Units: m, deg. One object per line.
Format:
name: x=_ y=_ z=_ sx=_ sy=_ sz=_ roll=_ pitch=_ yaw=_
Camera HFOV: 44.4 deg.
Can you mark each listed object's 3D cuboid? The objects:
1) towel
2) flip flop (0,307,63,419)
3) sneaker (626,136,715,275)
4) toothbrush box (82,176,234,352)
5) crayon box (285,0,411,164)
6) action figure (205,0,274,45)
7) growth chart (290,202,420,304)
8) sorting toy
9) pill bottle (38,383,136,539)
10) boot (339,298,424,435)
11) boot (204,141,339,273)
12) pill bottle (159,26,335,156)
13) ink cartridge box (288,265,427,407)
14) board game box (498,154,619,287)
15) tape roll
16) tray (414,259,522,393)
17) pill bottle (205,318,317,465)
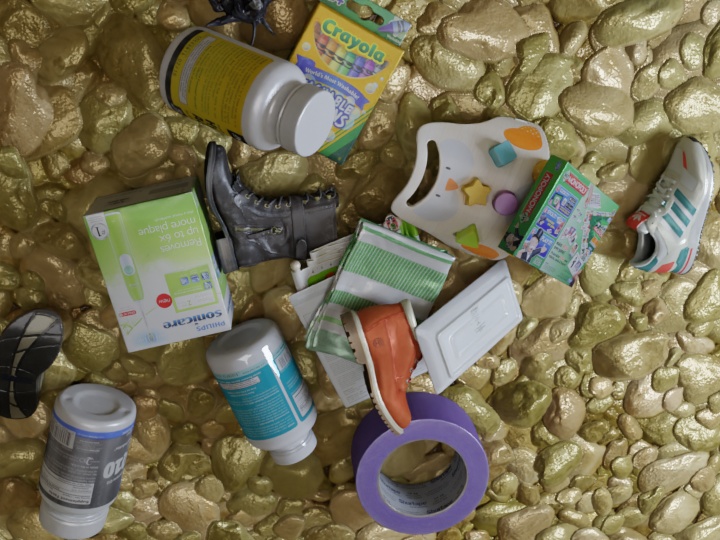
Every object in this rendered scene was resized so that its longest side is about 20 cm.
towel: x=0.026 y=0.042 z=1.212 sx=0.152 sy=0.023 sz=0.200 roll=19 pitch=108 yaw=-16
flip flop: x=-0.467 y=0.126 z=1.236 sx=0.081 sy=0.058 sz=0.200 roll=15 pitch=123 yaw=-16
sneaker: x=0.426 y=-0.086 z=1.232 sx=0.093 sy=0.070 sz=0.200 roll=-2 pitch=113 yaw=-11
toothbrush box: x=-0.265 y=-0.009 z=1.185 sx=0.145 sy=0.086 sz=0.200 roll=-12 pitch=112 yaw=-1
crayon box: x=-0.032 y=-0.254 z=1.135 sx=0.126 sy=0.052 sz=0.200 roll=26 pitch=105 yaw=-14
action figure: x=-0.155 y=-0.368 z=1.055 sx=0.119 sy=0.102 sz=0.200 roll=-28 pitch=109 yaw=-7
growth chart: x=0.000 y=0.000 z=1.232 sx=0.200 sy=0.018 sz=0.145 roll=-26 pitch=129 yaw=0
sorting toy: x=0.139 y=-0.111 z=1.168 sx=0.180 sy=0.107 sz=0.200 roll=14 pitch=108 yaw=-16
pill bottle: x=-0.395 y=0.274 z=1.262 sx=0.114 sy=0.114 sz=0.200 roll=13 pitch=109 yaw=-10
boot: x=0.052 y=0.133 z=1.209 sx=0.107 sy=0.075 sz=0.200 roll=-20 pitch=115 yaw=-5
boot: x=-0.116 y=-0.090 z=1.188 sx=0.174 sy=0.069 sz=0.200 roll=-11 pitch=115 yaw=-7
pill bottle: x=-0.134 y=-0.211 z=1.062 sx=0.200 sy=0.111 sz=0.111 roll=26 pitch=109 yaw=22
ink cartridge box: x=0.010 y=0.080 z=1.263 sx=0.162 sy=0.057 sz=0.200 roll=-25 pitch=109 yaw=3
board game box: x=0.269 y=-0.060 z=1.176 sx=0.200 sy=0.029 sz=0.135 roll=22 pitch=99 yaw=-53
tape roll: x=0.088 y=0.291 z=1.333 sx=0.200 sy=0.085 sz=0.200 roll=-2 pitch=110 yaw=-4
tray: x=0.161 y=0.076 z=1.230 sx=0.200 sy=0.022 sz=0.108 roll=-35 pitch=116 yaw=-33
pill bottle: x=-0.131 y=0.177 z=1.253 sx=0.111 sy=0.111 sz=0.200 roll=-21 pitch=111 yaw=3
